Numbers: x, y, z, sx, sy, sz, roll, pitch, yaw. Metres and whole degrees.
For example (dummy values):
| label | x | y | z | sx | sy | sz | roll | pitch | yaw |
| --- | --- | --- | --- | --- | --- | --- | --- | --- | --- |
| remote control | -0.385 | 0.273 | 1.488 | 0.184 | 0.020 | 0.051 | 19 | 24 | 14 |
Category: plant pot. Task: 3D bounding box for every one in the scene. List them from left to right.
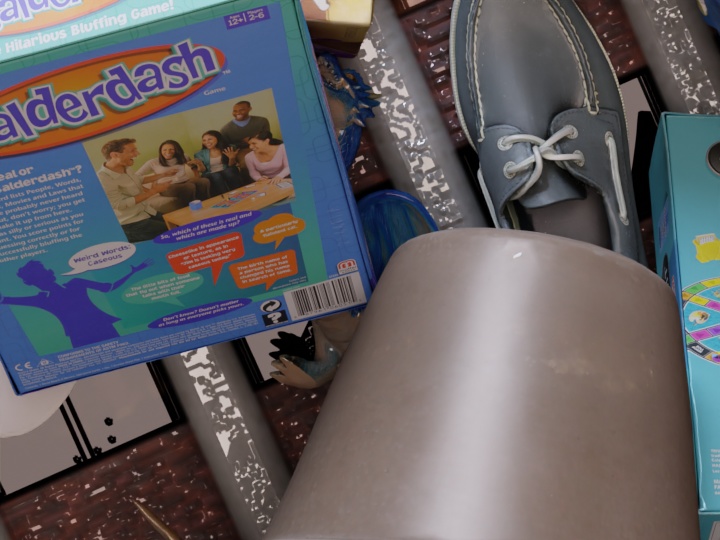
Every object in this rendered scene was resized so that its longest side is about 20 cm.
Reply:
| label | x | y | z | sx | sy | sz | roll | pitch | yaw |
| --- | --- | --- | --- | --- | --- | --- | --- | --- | --- |
| plant pot | 0.053 | 0.084 | 1.020 | 0.200 | 0.200 | 0.175 | 11 | 73 | -3 |

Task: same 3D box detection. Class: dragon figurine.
| label | x | y | z | sx | sy | sz | roll | pitch | yaw |
| --- | --- | --- | --- | --- | --- | --- | --- | --- | --- |
| dragon figurine | 0.000 | 0.000 | 1.144 | 0.099 | 0.059 | 0.200 | -53 | 123 | -32 |

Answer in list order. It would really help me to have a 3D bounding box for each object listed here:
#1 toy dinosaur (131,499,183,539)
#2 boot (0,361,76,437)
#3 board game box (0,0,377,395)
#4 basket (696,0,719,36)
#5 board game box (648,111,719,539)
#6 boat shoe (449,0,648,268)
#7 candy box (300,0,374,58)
| label | x | y | z | sx | sy | sz | roll | pitch | yaw |
| --- | --- | --- | --- | --- | --- | --- | --- | --- | --- |
| toy dinosaur | 0.011 | 0.137 | 1.147 | 0.200 | 0.106 | 0.061 | -6 | 124 | -20 |
| boot | -0.107 | -0.025 | 1.120 | 0.073 | 0.090 | 0.200 | 39 | 102 | -16 |
| board game box | -0.083 | -0.039 | 0.990 | 0.152 | 0.200 | 0.045 | -14 | 55 | 0 |
| basket | 0.218 | -0.138 | 1.083 | 0.176 | 0.200 | 0.139 | -22 | 98 | 1 |
| board game box | 0.203 | 0.027 | 1.116 | 0.151 | 0.047 | 0.200 | 2 | 55 | -2 |
| boat shoe | 0.087 | -0.040 | 1.155 | 0.073 | 0.062 | 0.200 | -14 | 94 | -1 |
| candy box | -0.053 | -0.122 | 1.075 | 0.116 | 0.200 | 0.057 | 5 | 90 | -2 |
